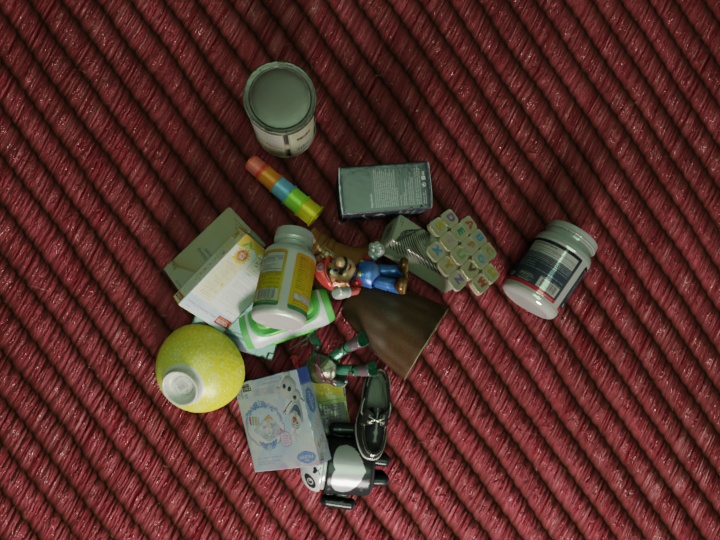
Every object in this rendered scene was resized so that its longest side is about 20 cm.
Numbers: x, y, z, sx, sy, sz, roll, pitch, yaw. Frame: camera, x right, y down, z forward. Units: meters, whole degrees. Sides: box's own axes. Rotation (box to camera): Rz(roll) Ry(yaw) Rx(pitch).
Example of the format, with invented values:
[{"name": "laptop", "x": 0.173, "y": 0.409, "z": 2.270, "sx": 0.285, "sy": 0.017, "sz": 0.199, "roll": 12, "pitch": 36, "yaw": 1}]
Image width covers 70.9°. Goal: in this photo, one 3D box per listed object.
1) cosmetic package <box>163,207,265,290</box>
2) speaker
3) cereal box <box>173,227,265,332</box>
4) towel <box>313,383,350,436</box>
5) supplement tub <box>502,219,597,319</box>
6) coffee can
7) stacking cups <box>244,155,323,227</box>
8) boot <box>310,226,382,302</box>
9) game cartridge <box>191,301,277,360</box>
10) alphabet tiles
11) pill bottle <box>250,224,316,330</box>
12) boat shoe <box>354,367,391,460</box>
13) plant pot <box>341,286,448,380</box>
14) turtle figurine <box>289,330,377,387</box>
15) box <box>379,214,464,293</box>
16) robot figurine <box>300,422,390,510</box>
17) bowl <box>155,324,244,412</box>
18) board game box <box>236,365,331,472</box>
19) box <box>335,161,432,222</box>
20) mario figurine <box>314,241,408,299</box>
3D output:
[{"name": "cosmetic package", "x": -0.321, "y": -0.030, "z": 1.117, "sx": 0.200, "sy": 0.073, "sz": 0.103, "roll": -45, "pitch": 58, "yaw": -6}, {"name": "speaker", "x": -0.160, "y": 0.106, "z": 1.111, "sx": 0.199, "sy": 0.088, "sz": 0.089, "roll": -18, "pitch": 91, "yaw": -5}, {"name": "cereal box", "x": -0.277, "y": 0.024, "z": 1.081, "sx": 0.200, "sy": 0.144, "sz": 0.040, "roll": -46, "pitch": 49, "yaw": -5}, {"name": "towel", "x": -0.125, "y": 0.322, "z": 1.177, "sx": 0.199, "sy": 0.023, "sz": 0.144, "roll": -5, "pitch": 91, "yaw": -6}, {"name": "supplement tub", "x": 0.440, "y": -0.002, "z": 1.176, "sx": 0.140, "sy": 0.140, "sz": 0.200, "roll": 36, "pitch": 86, "yaw": -4}, {"name": "coffee can", "x": -0.168, "y": -0.338, "z": 1.090, "sx": 0.146, "sy": 0.200, "sz": 0.147, "roll": 0, "pitch": 89, "yaw": -6}, {"name": "stacking cups", "x": -0.180, "y": -0.183, "z": 1.159, "sx": 0.200, "sy": 0.061, "sz": 0.061, "roll": 38, "pitch": 86, "yaw": -3}, {"name": "boot", "x": -0.051, "y": -0.046, "z": 1.164, "sx": 0.200, "sy": 0.074, "sz": 0.155, "roll": -44, "pitch": 90, "yaw": -6}, {"name": "game cartridge", "x": -0.275, "y": 0.113, "z": 1.159, "sx": 0.199, "sy": 0.040, "sz": 0.134, "roll": 20, "pitch": 91, "yaw": -5}, {"name": "alphabet tiles", "x": 0.237, "y": -0.044, "z": 1.163, "sx": 0.195, "sy": 0.015, "sz": 0.200, "roll": -35, "pitch": 87, "yaw": -39}, {"name": "pill bottle", "x": -0.153, "y": 0.012, "z": 1.045, "sx": 0.112, "sy": 0.113, "sz": 0.201, "roll": 9, "pitch": 67, "yaw": -5}, {"name": "boat shoe", "x": 0.034, "y": 0.314, "z": 1.126, "sx": 0.074, "sy": 0.060, "sz": 0.201, "roll": 15, "pitch": 55, "yaw": -7}, {"name": "plant pot", "x": 0.064, "y": 0.111, "z": 1.135, "sx": 0.200, "sy": 0.187, "sz": 0.187, "roll": 32, "pitch": 87, "yaw": 12}, {"name": "turtle figurine", "x": -0.068, "y": 0.205, "z": 1.109, "sx": 0.199, "sy": 0.101, "sz": 0.150, "roll": -17, "pitch": 109, "yaw": 28}, {"name": "box", "x": 0.143, "y": -0.036, "z": 1.152, "sx": 0.200, "sy": 0.068, "sz": 0.082, "roll": 29, "pitch": 56, "yaw": -17}, {"name": "robot figurine", "x": -0.035, "y": 0.436, "z": 1.132, "sx": 0.199, "sy": 0.151, "sz": 0.125, "roll": 7, "pitch": 130, "yaw": -6}, {"name": "bowl", "x": -0.361, "y": 0.227, "z": 1.080, "sx": 0.199, "sy": 0.108, "sz": 0.201, "roll": 3, "pitch": 106, "yaw": 10}, {"name": "board game box", "x": -0.173, "y": 0.324, "z": 1.096, "sx": 0.199, "sy": 0.043, "sz": 0.200, "roll": -19, "pitch": 82, "yaw": 33}, {"name": "box", "x": 0.047, "y": -0.173, "z": 1.136, "sx": 0.199, "sy": 0.148, "sz": 0.105, "roll": -5, "pitch": 90, "yaw": -6}, {"name": "mario figurine", "x": 0.000, "y": 0.000, "z": 1.067, "sx": 0.199, "sy": 0.124, "sz": 0.106, "roll": 3, "pitch": 107, "yaw": 6}]
